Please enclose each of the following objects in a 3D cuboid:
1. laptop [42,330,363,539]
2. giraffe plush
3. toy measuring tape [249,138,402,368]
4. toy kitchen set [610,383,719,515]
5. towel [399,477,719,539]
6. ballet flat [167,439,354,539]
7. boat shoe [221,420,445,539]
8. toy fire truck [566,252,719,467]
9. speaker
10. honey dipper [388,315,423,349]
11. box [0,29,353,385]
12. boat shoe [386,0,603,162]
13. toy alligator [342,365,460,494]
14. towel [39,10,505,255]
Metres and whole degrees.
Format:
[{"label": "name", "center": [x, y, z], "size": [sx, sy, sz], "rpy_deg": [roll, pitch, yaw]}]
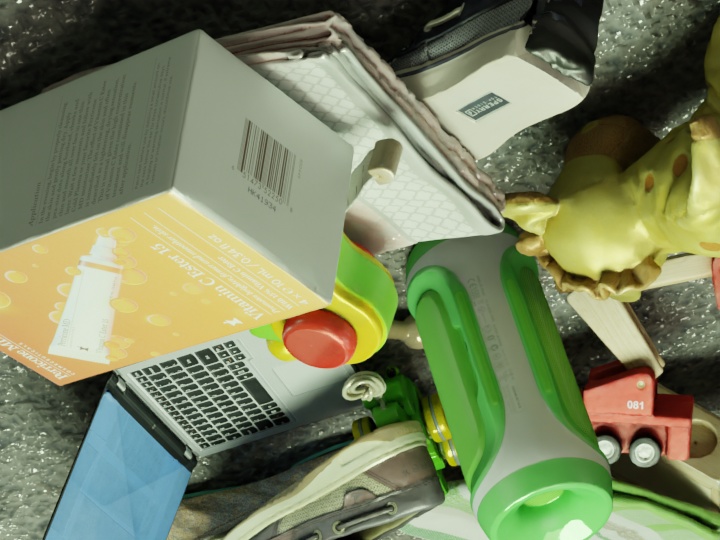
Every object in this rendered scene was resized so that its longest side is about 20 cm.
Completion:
[{"label": "laptop", "center": [-0.089, 0.126, 1.461], "size": [0.199, 0.116, 0.187], "rpy_deg": [-17, 157, 6]}, {"label": "giraffe plush", "center": [0.177, -0.040, 1.371], "size": [0.162, 0.200, 0.173], "rpy_deg": [-14, 116, 37]}, {"label": "toy measuring tape", "center": [0.000, 0.000, 1.304], "size": [0.073, 0.074, 0.200], "rpy_deg": [4, 149, -24]}, {"label": "toy kitchen set", "center": [0.283, 0.062, 1.590], "size": [0.200, 0.180, 0.163], "rpy_deg": [-50, 153, -23]}, {"label": "towel", "center": [0.126, 0.170, 1.616], "size": [0.149, 0.031, 0.200], "rpy_deg": [19, 159, -29]}, {"label": "ballet flat", "center": [-0.047, 0.168, 1.601], "size": [0.199, 0.067, 0.068], "rpy_deg": [-18, 143, 2]}, {"label": "boat shoe", "center": [-0.023, 0.166, 1.498], "size": [0.200, 0.065, 0.072], "rpy_deg": [-41, 155, 32]}, {"label": "toy fire truck", "center": [0.164, 0.049, 1.521], "size": [0.199, 0.049, 0.142], "rpy_deg": [3, 107, 9]}, {"label": "speaker", "center": [0.085, 0.066, 1.416], "size": [0.088, 0.200, 0.089], "rpy_deg": [-10, 142, -8]}, {"label": "honey dipper", "center": [-0.040, 0.031, 1.463], "size": [0.199, 0.038, 0.038], "rpy_deg": [5, 137, -28]}, {"label": "box", "center": [-0.121, -0.027, 1.248], "size": [0.200, 0.098, 0.124], "rpy_deg": [-17, 142, 37]}, {"label": "boat shoe", "center": [0.064, -0.120, 1.292], "size": [0.075, 0.093, 0.200], "rpy_deg": [29, 155, -27]}, {"label": "toy alligator", "center": [0.022, 0.087, 1.519], "size": [0.059, 0.054, 0.200], "rpy_deg": [-19, 150, 8]}, {"label": "towel", "center": [-0.045, -0.059, 1.306], "size": [0.190, 0.032, 0.200], "rpy_deg": [-10, 146, 30]}]
